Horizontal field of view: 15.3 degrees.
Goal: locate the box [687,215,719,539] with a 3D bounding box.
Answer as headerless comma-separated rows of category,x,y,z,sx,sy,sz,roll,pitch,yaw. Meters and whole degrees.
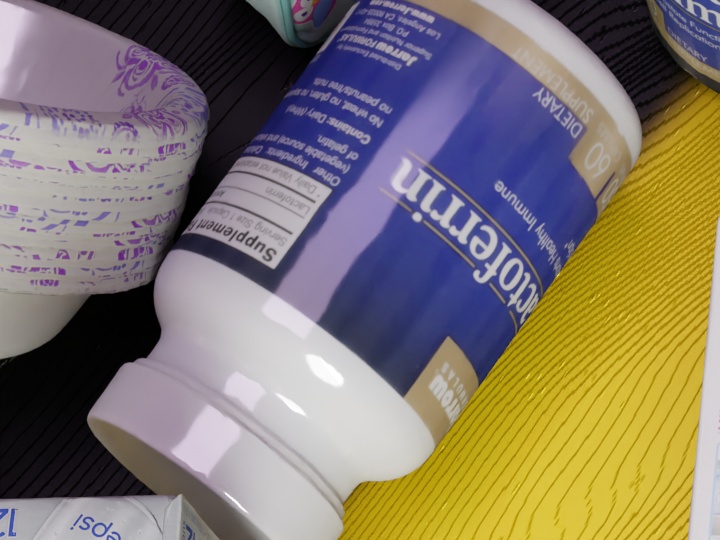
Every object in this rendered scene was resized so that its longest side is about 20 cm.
box,0.159,0.094,0.859,0.101,0.113,0.201,3,66,12

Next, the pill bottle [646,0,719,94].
pill bottle,0.146,-0.147,0.917,0.111,0.200,0.112,-4,66,9

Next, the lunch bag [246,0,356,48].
lunch bag,0.011,-0.183,0.987,0.200,0.161,0.077,-42,70,-15

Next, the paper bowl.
paper bowl,-0.161,-0.039,0.942,0.200,0.200,0.105,24,106,20

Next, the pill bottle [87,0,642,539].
pill bottle,0.000,0.000,0.930,0.115,0.116,0.200,31,76,22

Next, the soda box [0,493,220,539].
soda box,-0.064,0.129,0.838,0.068,0.200,0.064,-3,67,10
